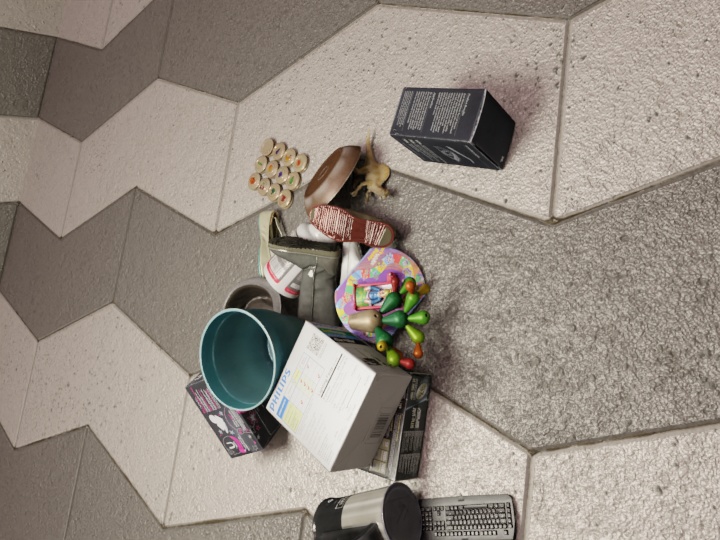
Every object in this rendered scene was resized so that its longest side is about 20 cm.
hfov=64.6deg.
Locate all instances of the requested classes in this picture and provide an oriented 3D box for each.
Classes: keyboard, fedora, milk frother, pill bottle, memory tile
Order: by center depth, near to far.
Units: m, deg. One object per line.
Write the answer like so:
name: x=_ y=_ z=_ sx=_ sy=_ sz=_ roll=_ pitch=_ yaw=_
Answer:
keyboard: x=0.180 y=0.458 z=1.011 sx=0.198 sy=0.039 sz=0.106 roll=-20 pitch=66 yaw=34
milk frother: x=0.021 y=0.527 z=1.062 sx=0.187 sy=0.181 sz=0.202 roll=-27 pitch=103 yaw=36
pill bottle: x=-0.128 y=-0.040 z=1.335 sx=0.200 sy=0.110 sz=0.111 roll=-46 pitch=55 yaw=20
fedora: x=-0.247 y=0.110 z=1.403 sx=0.197 sy=0.090 sz=0.181 roll=-3 pitch=78 yaw=31
memory tile: x=-0.225 y=-0.264 z=1.531 sx=0.199 sy=0.017 sz=0.155 roll=31 pitch=98 yaw=39

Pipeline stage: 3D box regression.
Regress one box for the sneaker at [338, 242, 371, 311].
sneaker: x=0.000 y=0.000 z=1.266 sx=0.083 sy=0.073 sz=0.204 roll=0 pitch=73 yaw=10

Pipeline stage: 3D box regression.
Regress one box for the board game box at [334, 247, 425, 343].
board game box: x=0.035 y=0.045 z=1.181 sx=0.158 sy=0.039 sz=0.201 roll=41 pitch=90 yaw=17

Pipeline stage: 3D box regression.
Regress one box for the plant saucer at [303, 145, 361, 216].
plant saucer: x=-0.075 y=-0.217 z=1.321 sx=0.200 sy=0.036 sz=0.202 roll=-46 pitch=22 yaw=24

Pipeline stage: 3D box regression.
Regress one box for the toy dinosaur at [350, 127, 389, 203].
toy dinosaur: x=0.018 y=-0.224 z=1.317 sx=0.100 sy=0.058 sz=0.203 roll=-22 pitch=59 yaw=14

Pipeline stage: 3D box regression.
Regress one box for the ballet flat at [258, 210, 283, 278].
ballet flat: x=-0.226 y=-0.063 z=1.454 sx=0.069 sy=0.069 sz=0.204 roll=-21 pitch=66 yaw=32

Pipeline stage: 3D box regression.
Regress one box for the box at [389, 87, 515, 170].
box: x=0.183 y=-0.282 z=1.132 sx=0.198 sy=0.147 sz=0.106 roll=16 pitch=87 yaw=38

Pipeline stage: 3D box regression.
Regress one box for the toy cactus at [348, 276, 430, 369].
toy cactus: x=0.052 y=0.094 z=1.091 sx=0.162 sy=0.102 sz=0.203 roll=-5 pitch=60 yaw=24

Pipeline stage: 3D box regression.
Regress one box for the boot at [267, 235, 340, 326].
boot: x=-0.126 y=0.035 z=1.270 sx=0.178 sy=0.073 sz=0.204 roll=12 pitch=116 yaw=11

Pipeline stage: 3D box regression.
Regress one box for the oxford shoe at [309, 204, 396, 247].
oxford shoe: x=-0.016 y=-0.097 z=1.247 sx=0.197 sy=0.075 sz=0.072 roll=20 pitch=107 yaw=10

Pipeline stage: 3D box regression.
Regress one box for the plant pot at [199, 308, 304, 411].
plant pot: x=-0.202 y=0.171 z=1.206 sx=0.197 sy=0.187 sz=0.205 roll=2 pitch=94 yaw=29

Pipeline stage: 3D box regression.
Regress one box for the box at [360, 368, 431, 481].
box: x=0.041 y=0.291 z=1.132 sx=0.162 sy=0.086 sz=0.204 roll=3 pitch=80 yaw=39

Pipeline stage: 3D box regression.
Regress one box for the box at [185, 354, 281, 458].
box: x=-0.278 y=0.297 z=1.298 sx=0.113 sy=0.132 sz=0.202 roll=-22 pitch=104 yaw=31

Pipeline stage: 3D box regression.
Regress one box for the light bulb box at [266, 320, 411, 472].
light bulb box: x=-0.044 y=0.232 z=1.078 sx=0.199 sy=0.124 sz=0.201 roll=31 pitch=98 yaw=38
